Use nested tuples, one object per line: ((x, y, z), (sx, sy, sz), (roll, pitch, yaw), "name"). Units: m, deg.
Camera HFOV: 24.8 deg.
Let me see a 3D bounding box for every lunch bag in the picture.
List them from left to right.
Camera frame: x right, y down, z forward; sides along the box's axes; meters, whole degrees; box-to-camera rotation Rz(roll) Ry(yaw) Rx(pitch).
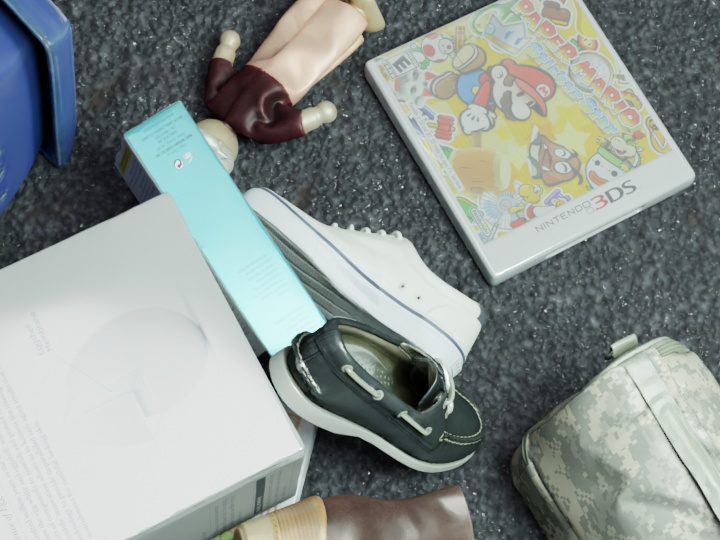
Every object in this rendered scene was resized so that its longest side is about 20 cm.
((0.206, 0.154, 1.072), (0.139, 0.168, 0.201), (-26, 73, -13), "lunch bag")

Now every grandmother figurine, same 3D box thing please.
((-0.068, -0.136, 1.229), (0.121, 0.061, 0.200), (31, 71, 38), "grandmother figurine")

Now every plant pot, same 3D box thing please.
((-0.309, -0.135, 1.139), (0.180, 0.200, 0.200), (-39, 75, -23), "plant pot")

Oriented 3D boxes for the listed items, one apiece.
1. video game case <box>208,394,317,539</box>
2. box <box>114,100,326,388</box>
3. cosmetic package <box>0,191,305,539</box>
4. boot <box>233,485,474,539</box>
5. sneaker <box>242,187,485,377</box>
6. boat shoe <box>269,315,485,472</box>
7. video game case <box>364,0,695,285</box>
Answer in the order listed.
((-0.143, 0.156, 1.126), (0.199, 0.022, 0.183), (14, 68, 2), "video game case")
((-0.095, -0.014, 1.139), (0.049, 0.082, 0.201), (-34, 89, -16), "box")
((-0.170, 0.092, 1.071), (0.199, 0.123, 0.200), (-25, 73, -15), "cosmetic package")
((0.007, 0.246, 1.077), (0.165, 0.072, 0.202), (-4, 84, -21), "boot")
((0.000, 0.000, 1.178), (0.200, 0.073, 0.071), (38, 62, 1), "sneaker")
((0.028, 0.082, 1.084), (0.060, 0.199, 0.076), (-38, 56, 26), "boat shoe")
((0.128, -0.112, 1.248), (0.181, 0.023, 0.201), (-26, 73, -13), "video game case")
